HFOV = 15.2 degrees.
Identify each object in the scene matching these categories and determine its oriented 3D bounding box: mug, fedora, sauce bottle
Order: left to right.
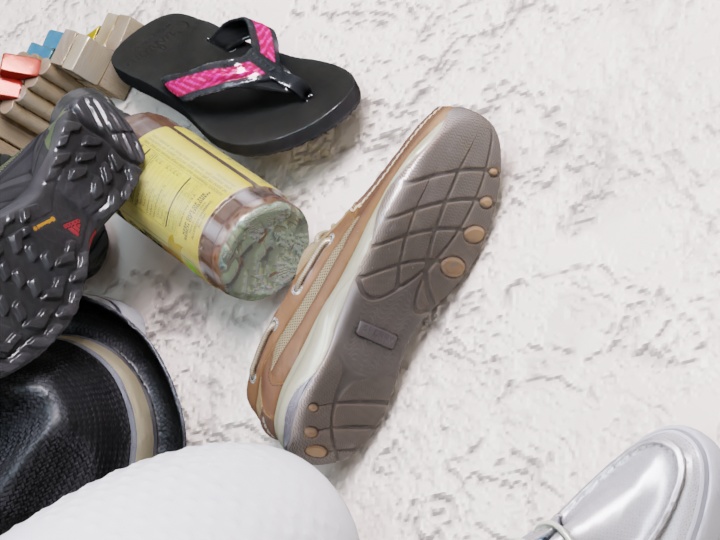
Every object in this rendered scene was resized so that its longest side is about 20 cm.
[{"bbox_3d":[-0.196,0.103,1.447,0.201,0.092,0.201,-2,85,25],"label":"fedora"},{"bbox_3d":[-0.095,0.179,1.314,0.148,0.175,0.200,41,133,18],"label":"mug"},{"bbox_3d":[-0.107,-0.049,1.507,0.200,0.065,0.065,36,94,46],"label":"sauce bottle"}]

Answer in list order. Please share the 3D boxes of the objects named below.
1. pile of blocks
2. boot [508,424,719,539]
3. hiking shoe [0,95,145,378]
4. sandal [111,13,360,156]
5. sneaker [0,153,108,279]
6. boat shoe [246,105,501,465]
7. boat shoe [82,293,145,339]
[{"bbox_3d":[-0.218,-0.104,1.629,0.200,0.062,0.082,-38,49,19],"label":"pile of blocks"},{"bbox_3d":[0.083,0.147,1.224,0.074,0.096,0.200,36,93,44],"label":"boot"},{"bbox_3d":[-0.190,-0.001,1.448,0.101,0.076,0.200,-30,21,51],"label":"hiking shoe"},{"bbox_3d":[-0.079,-0.114,1.513,0.075,0.045,0.200,-40,39,-22],"label":"sandal"},{"bbox_3d":[-0.240,-0.023,1.591,0.200,0.089,0.074,19,42,14],"label":"sneaker"},{"bbox_3d":[0.000,0.000,1.386,0.072,0.076,0.200,29,87,47],"label":"boat shoe"},{"bbox_3d":[-0.213,0.041,1.547,0.200,0.066,0.072,-1,68,40],"label":"boat shoe"}]
